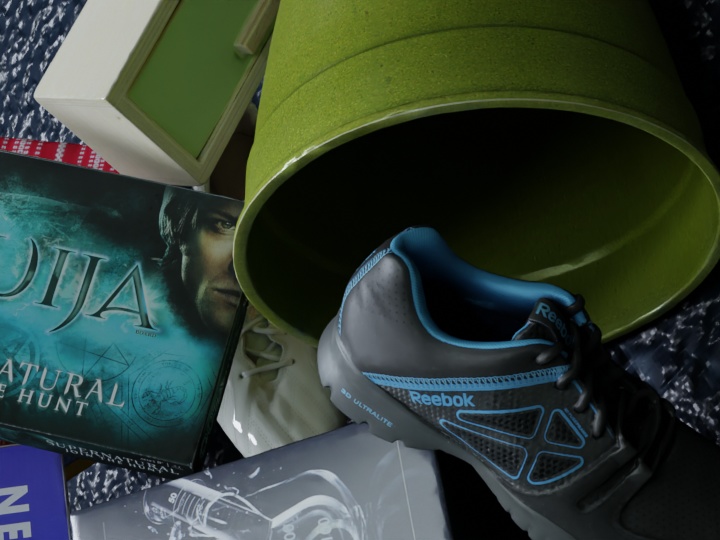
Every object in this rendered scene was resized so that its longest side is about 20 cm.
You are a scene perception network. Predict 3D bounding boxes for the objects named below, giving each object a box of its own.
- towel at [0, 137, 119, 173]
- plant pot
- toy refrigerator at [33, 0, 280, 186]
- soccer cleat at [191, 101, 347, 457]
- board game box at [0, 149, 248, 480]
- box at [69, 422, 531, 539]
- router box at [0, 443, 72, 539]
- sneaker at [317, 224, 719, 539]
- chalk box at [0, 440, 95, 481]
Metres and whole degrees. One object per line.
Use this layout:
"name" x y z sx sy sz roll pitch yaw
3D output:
"towel" -0.193 -0.033 0.952 0.145 0.198 0.023 -81 -4 -57
"plant pot" 0.043 -0.090 0.794 0.200 0.199 0.195 -32 49 38
"toy refrigerator" -0.073 -0.147 0.935 0.070 0.076 0.201 6 62 46
"soccer cleat" -0.051 0.008 0.919 0.078 0.069 0.201 93 166 -55
"board game box" -0.153 0.012 0.865 0.198 0.028 0.136 12 65 6
"box" -0.014 0.184 0.806 0.181 0.104 0.202 -20 68 21
"router box" -0.147 0.213 0.871 0.201 0.048 0.181 -107 13 -49
"sneaker" 0.079 0.056 0.728 0.073 0.199 0.082 -61 -3 -45
"chalk box" -0.179 0.029 0.994 0.124 0.199 0.125 28 130 30
